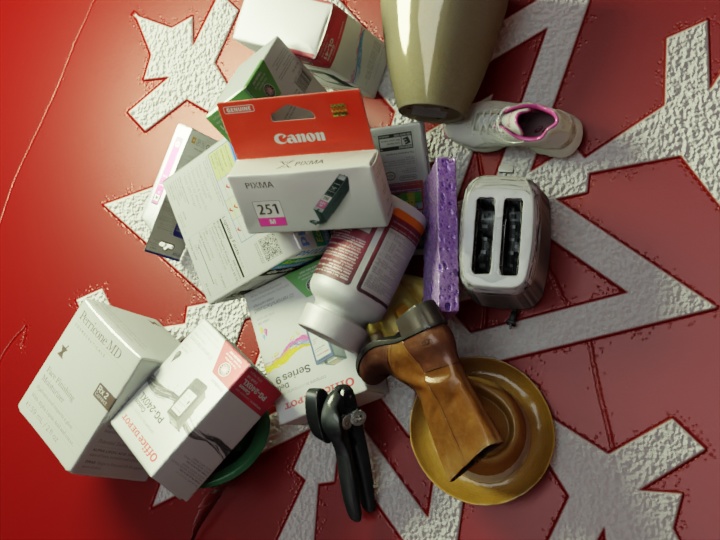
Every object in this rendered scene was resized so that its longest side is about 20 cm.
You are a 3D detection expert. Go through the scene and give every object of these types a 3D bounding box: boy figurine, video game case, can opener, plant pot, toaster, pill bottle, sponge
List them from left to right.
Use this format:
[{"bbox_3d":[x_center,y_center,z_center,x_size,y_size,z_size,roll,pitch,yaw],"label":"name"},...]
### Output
[{"bbox_3d":[-0.014,0.244,1.401,0.078,0.063,0.202,10,123,54],"label":"can opener"},{"bbox_3d":[0.000,0.000,1.368,0.109,0.110,0.202,22,81,27],"label":"pill bottle"},{"bbox_3d":[0.009,-0.108,1.480,0.198,0.023,0.184,-5,98,24],"label":"video game case"},{"bbox_3d":[0.057,0.052,1.434,0.124,0.064,0.201,-32,73,8],"label":"boy figurine"},{"bbox_3d":[0.106,-0.309,1.411,0.185,0.187,0.202,4,83,26],"label":"plant pot"},{"bbox_3d":[0.103,-0.036,1.357,0.029,0.112,0.202,1,79,-6],"label":"sponge"},{"bbox_3d":[0.184,-0.031,1.346,0.112,0.129,0.202,4,82,16],"label":"toaster"}]

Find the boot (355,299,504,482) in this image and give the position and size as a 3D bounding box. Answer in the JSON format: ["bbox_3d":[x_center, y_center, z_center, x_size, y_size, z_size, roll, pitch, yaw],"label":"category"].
[{"bbox_3d":[0.084,0.165,1.299,0.188,0.068,0.201,-42,66,41],"label":"boot"}]

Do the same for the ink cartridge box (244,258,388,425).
[{"bbox_3d":[-0.062,0.103,1.471,0.144,0.087,0.202,-23,74,20],"label":"ink cartridge box"}]

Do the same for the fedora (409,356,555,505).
[{"bbox_3d":[0.151,0.196,1.330,0.198,0.082,0.203,-5,66,10],"label":"fedora"}]

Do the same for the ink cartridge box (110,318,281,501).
[{"bbox_3d":[-0.229,0.190,1.431,0.200,0.083,0.145,-48,44,-6],"label":"ink cartridge box"}]

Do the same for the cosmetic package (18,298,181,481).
[{"bbox_3d":[-0.363,0.180,1.548,0.164,0.165,0.201,37,97,34],"label":"cosmetic package"}]

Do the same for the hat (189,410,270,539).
[{"bbox_3d":[-0.201,0.298,1.539,0.198,0.177,0.166,-19,43,3],"label":"hat"}]

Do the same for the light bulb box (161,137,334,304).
[{"bbox_3d":[-0.149,-0.084,1.480,0.199,0.124,0.200,-27,82,35],"label":"light bulb box"}]

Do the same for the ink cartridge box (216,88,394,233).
[{"bbox_3d":[-0.072,-0.130,1.287,0.198,0.175,0.044,-2,40,21],"label":"ink cartridge box"}]

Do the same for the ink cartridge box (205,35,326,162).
[{"bbox_3d":[-0.088,-0.184,1.374,0.084,0.200,0.147,-29,25,34],"label":"ink cartridge box"}]

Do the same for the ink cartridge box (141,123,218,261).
[{"bbox_3d":[-0.280,-0.119,1.611,0.037,0.095,0.202,20,89,27],"label":"ink cartridge box"}]

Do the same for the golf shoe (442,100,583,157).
[{"bbox_3d":[0.196,-0.201,1.401,0.198,0.091,0.076,6,84,28],"label":"golf shoe"}]

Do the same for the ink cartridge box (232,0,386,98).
[{"bbox_3d":[-0.065,-0.324,1.487,0.146,0.200,0.086,18,89,27],"label":"ink cartridge box"}]
